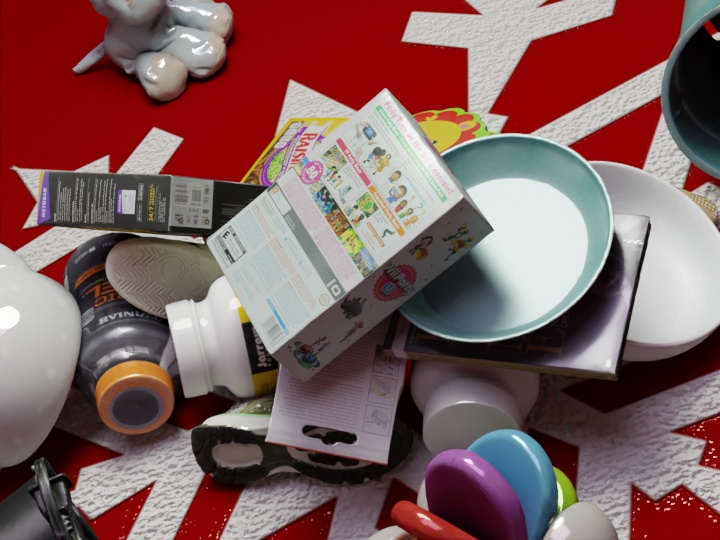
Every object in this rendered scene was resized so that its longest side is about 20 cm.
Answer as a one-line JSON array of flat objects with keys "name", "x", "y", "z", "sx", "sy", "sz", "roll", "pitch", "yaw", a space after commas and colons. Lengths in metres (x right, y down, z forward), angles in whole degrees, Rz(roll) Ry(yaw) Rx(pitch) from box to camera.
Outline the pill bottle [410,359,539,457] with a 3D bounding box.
[{"name": "pill bottle", "x": 0.099, "y": 0.069, "z": 1.600, "sx": 0.110, "sy": 0.111, "sz": 0.201, "roll": -9, "pitch": 40, "yaw": 14}]

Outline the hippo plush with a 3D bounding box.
[{"name": "hippo plush", "x": -0.246, "y": -0.311, "z": 2.151, "sx": 0.199, "sy": 0.162, "sz": 0.159, "roll": 24, "pitch": 57, "yaw": 41}]

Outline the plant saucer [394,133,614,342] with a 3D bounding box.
[{"name": "plant saucer", "x": 0.112, "y": -0.020, "z": 1.531, "sx": 0.198, "sy": 0.036, "sz": 0.201, "roll": -9, "pitch": 55, "yaw": 14}]

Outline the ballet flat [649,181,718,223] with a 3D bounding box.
[{"name": "ballet flat", "x": 0.228, "y": -0.060, "z": 1.725, "sx": 0.198, "sy": 0.066, "sz": 0.071, "roll": -4, "pitch": 42, "yaw": 20}]

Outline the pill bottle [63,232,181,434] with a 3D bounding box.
[{"name": "pill bottle", "x": -0.220, "y": 0.063, "z": 1.758, "sx": 0.105, "sy": 0.107, "sz": 0.201, "roll": -20, "pitch": 40, "yaw": 2}]

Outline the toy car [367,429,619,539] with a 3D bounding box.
[{"name": "toy car", "x": 0.085, "y": 0.204, "z": 1.421, "sx": 0.174, "sy": 0.151, "sz": 0.200, "roll": 22, "pitch": 56, "yaw": 41}]

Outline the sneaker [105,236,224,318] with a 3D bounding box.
[{"name": "sneaker", "x": -0.145, "y": 0.003, "z": 1.747, "sx": 0.198, "sy": 0.076, "sz": 0.085, "roll": 11, "pitch": 16, "yaw": -20}]

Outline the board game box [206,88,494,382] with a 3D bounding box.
[{"name": "board game box", "x": -0.011, "y": -0.029, "z": 1.524, "sx": 0.200, "sy": 0.064, "sz": 0.148, "roll": -39, "pitch": 50, "yaw": 8}]

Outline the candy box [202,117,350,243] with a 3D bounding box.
[{"name": "candy box", "x": -0.073, "y": -0.090, "z": 1.917, "sx": 0.101, "sy": 0.027, "sz": 0.200, "roll": 4, "pitch": 42, "yaw": 30}]

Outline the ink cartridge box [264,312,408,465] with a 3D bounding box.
[{"name": "ink cartridge box", "x": -0.013, "y": 0.066, "z": 1.578, "sx": 0.108, "sy": 0.050, "sz": 0.202, "roll": 11, "pitch": 67, "yaw": -1}]

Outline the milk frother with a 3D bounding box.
[{"name": "milk frother", "x": -0.300, "y": 0.251, "z": 1.508, "sx": 0.188, "sy": 0.201, "sz": 0.180, "roll": -36, "pitch": 45, "yaw": -17}]

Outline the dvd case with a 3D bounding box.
[{"name": "dvd case", "x": 0.129, "y": 0.012, "z": 1.536, "sx": 0.198, "sy": 0.016, "sz": 0.150, "roll": 5, "pitch": 61, "yaw": 22}]

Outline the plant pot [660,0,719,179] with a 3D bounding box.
[{"name": "plant pot", "x": 0.380, "y": -0.213, "z": 1.744, "sx": 0.198, "sy": 0.201, "sz": 0.197, "roll": -9, "pitch": 33, "yaw": 15}]

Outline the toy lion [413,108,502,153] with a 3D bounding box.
[{"name": "toy lion", "x": 0.070, "y": -0.105, "z": 1.831, "sx": 0.199, "sy": 0.069, "sz": 0.192, "roll": 2, "pitch": 31, "yaw": 33}]

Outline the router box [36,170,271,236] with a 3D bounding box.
[{"name": "router box", "x": -0.177, "y": -0.059, "z": 1.739, "sx": 0.156, "sy": 0.053, "sz": 0.199, "roll": 4, "pitch": 0, "yaw": 33}]

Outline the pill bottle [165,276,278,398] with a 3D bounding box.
[{"name": "pill bottle", "x": -0.069, "y": 0.050, "z": 1.673, "sx": 0.198, "sy": 0.113, "sz": 0.113, "roll": -13, "pitch": 38, "yaw": -7}]

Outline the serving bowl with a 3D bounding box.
[{"name": "serving bowl", "x": 0.221, "y": 0.002, "z": 1.620, "sx": 0.198, "sy": 0.066, "sz": 0.201, "roll": 9, "pitch": 51, "yaw": -11}]

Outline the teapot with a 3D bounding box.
[{"name": "teapot", "x": -0.358, "y": 0.082, "z": 1.717, "sx": 0.198, "sy": 0.145, "sz": 0.201, "roll": -54, "pitch": 31, "yaw": 23}]

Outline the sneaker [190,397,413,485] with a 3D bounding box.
[{"name": "sneaker", "x": -0.046, "y": 0.132, "z": 1.634, "sx": 0.198, "sy": 0.077, "sz": 0.089, "roll": -1, "pitch": 32, "yaw": 19}]
